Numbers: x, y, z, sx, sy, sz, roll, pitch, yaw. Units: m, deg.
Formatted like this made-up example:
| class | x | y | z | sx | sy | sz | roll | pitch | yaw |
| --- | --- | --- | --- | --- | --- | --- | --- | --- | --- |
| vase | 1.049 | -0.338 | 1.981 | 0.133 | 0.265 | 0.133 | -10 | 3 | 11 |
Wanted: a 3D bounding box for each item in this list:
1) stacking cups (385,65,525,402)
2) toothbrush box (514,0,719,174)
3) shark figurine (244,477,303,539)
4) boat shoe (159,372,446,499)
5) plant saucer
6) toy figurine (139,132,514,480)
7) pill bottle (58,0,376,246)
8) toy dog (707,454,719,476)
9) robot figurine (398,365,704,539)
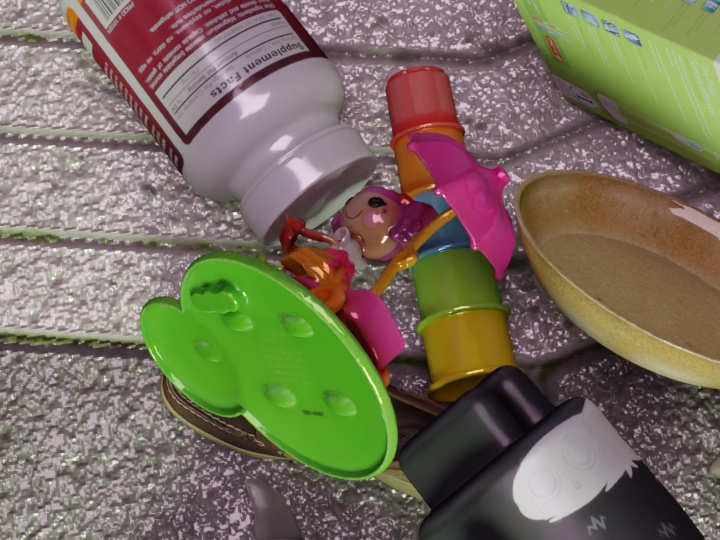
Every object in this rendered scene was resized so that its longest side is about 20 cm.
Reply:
| class | x | y | z | sx | sy | sz | roll | pitch | yaw |
| --- | --- | --- | --- | --- | --- | --- | --- | --- | --- |
| stacking cups | 0.046 | -0.024 | 1.276 | 0.060 | 0.061 | 0.200 | -13 | 72 | -1 |
| toothbrush box | 0.194 | -0.130 | 1.219 | 0.200 | 0.146 | 0.086 | 32 | 78 | 36 |
| shark figurine | -0.088 | 0.192 | 1.208 | 0.214 | 0.090 | 0.128 | -27 | 74 | -7 |
| boat shoe | -0.022 | 0.081 | 1.241 | 0.200 | 0.072 | 0.072 | 20 | 76 | 7 |
| plant saucer | 0.172 | 0.011 | 1.217 | 0.200 | 0.200 | 0.035 | 29 | 116 | 9 |
| toy figurine | 0.000 | 0.000 | 1.195 | 0.184 | 0.200 | 0.150 | -43 | 116 | -30 |
| pill bottle | -0.082 | -0.117 | 1.277 | 0.113 | 0.113 | 0.200 | -35 | 77 | -7 |
| toy dog | 0.290 | 0.137 | 1.182 | 0.193 | 0.140 | 0.201 | 10 | 74 | 0 |
| robot figurine | 0.111 | 0.151 | 1.149 | 0.150 | 0.125 | 0.200 | -38 | 85 | -21 |
